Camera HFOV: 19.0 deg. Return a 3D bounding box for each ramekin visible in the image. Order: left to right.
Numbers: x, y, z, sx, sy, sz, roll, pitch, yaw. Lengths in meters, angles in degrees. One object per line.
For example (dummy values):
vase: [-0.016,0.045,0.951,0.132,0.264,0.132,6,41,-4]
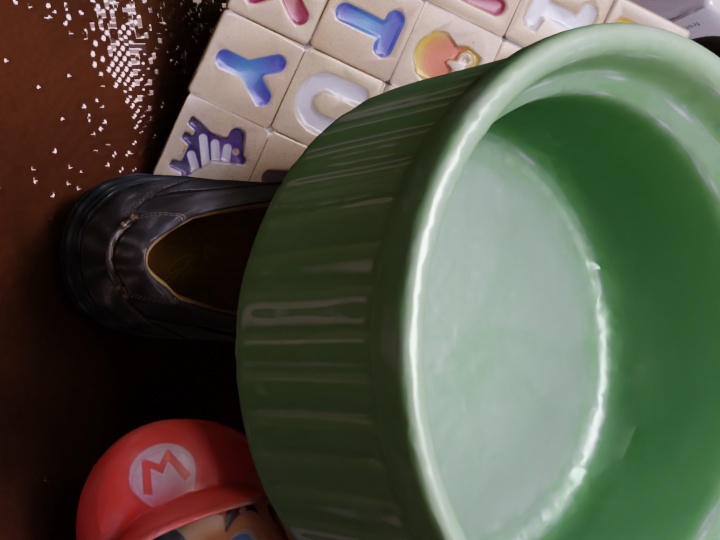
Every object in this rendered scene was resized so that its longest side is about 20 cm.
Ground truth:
ramekin: [0.055,0.026,0.689,0.200,0.098,0.200,2,87,-42]

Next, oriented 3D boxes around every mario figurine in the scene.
mario figurine: [-0.036,0.145,0.703,0.123,0.106,0.200,-30,104,-54]

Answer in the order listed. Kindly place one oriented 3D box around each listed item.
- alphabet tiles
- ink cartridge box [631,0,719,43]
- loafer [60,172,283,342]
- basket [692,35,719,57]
alphabet tiles: [0.032,-0.041,0.800,0.200,0.006,0.167,24,92,-15]
ink cartridge box: [0.203,-0.121,0.993,0.200,0.085,0.146,32,61,-34]
loafer: [0.000,0.000,0.753,0.200,0.072,0.073,-4,96,-21]
basket: [0.181,0.006,0.915,0.200,0.136,0.180,42,44,-21]
